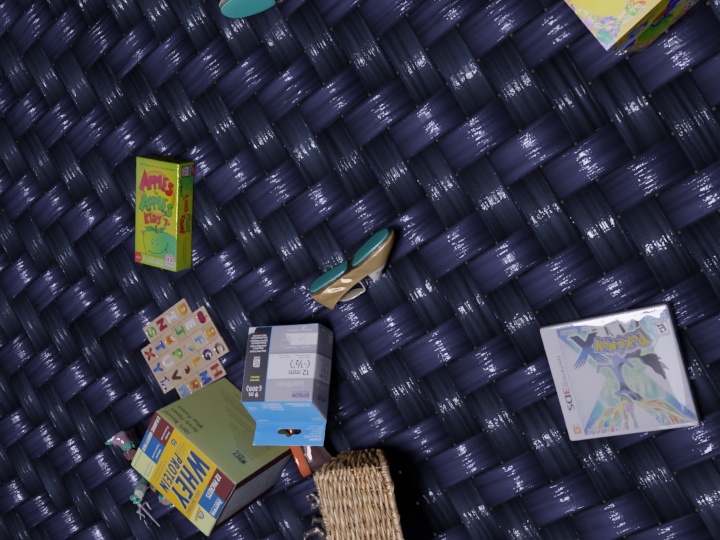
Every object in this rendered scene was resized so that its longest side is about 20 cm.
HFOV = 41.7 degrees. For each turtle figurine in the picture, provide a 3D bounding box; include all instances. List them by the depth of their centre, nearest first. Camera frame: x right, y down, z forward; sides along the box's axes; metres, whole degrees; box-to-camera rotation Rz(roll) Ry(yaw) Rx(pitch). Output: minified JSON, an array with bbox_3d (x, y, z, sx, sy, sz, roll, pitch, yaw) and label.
[{"bbox_3d":[-0.431,0.414,1.893,0.201,0.100,0.150,56,162,9],"label":"turtle figurine"}]

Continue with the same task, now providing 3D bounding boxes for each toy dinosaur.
[{"bbox_3d":[-0.046,0.447,1.704,0.101,0.077,0.202,8,101,15],"label":"toy dinosaur"}]

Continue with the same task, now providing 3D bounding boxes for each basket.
[{"bbox_3d":[0.031,0.405,1.597,0.148,0.143,0.202,-12,93,29],"label":"basket"}]

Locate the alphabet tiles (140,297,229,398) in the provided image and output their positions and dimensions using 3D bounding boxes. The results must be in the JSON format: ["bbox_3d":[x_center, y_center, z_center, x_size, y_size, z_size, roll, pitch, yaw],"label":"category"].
[{"bbox_3d":[-0.343,0.155,1.831,0.199,0.006,0.167,-33,84,31],"label":"alphabet tiles"}]

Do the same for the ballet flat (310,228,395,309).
[{"bbox_3d":[0.000,0.000,1.578,0.063,0.069,0.200,43,125,-18],"label":"ballet flat"}]

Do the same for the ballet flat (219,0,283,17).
[{"bbox_3d":[-0.146,-0.473,1.548,0.199,0.072,0.073,-10,96,31],"label":"ballet flat"}]

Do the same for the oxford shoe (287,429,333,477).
[{"bbox_3d":[-0.106,0.264,1.700,0.072,0.071,0.201,-21,82,-2],"label":"oxford shoe"}]

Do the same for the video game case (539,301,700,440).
[{"bbox_3d":[0.384,0.154,1.408,0.199,0.022,0.184,-14,94,31],"label":"video game case"}]

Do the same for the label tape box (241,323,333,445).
[{"bbox_3d":[-0.129,0.197,1.632,0.142,0.066,0.202,-4,69,26],"label":"label tape box"}]

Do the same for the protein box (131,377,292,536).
[{"bbox_3d":[-0.262,0.331,1.713,0.198,0.200,0.135,38,117,17],"label":"protein box"}]

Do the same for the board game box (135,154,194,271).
[{"bbox_3d":[-0.366,-0.108,1.760,0.101,0.048,0.202,13,107,27],"label":"board game box"}]

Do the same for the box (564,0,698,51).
[{"bbox_3d":[0.373,-0.390,1.189,0.200,0.192,0.122,-43,79,31],"label":"box"}]
